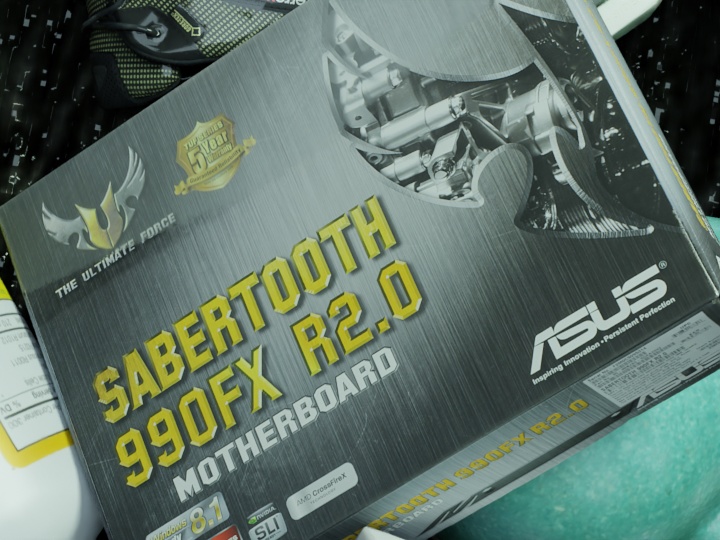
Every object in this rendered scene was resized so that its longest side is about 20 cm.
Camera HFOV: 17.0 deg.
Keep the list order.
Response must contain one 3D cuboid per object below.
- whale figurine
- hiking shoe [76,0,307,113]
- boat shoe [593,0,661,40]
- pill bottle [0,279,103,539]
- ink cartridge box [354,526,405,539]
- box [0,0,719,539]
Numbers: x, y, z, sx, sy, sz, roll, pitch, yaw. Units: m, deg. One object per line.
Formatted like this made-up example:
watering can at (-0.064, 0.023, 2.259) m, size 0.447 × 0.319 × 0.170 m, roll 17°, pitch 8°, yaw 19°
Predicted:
whale figurine at (0.103, 0.026, 0.776) m, size 0.200 × 0.104 × 0.159 m, roll -17°, pitch 82°, yaw -9°
hiking shoe at (-0.070, -0.106, 0.798) m, size 0.200 × 0.076 × 0.101 m, roll 34°, pitch 77°, yaw 1°
boat shoe at (0.113, -0.137, 0.818) m, size 0.200 × 0.073 × 0.062 m, roll -37°, pitch 89°, yaw -3°
pill bottle at (-0.146, 0.050, 0.755) m, size 0.104 × 0.104 × 0.200 m, roll -30°, pitch 84°, yaw -8°
ink cartridge box at (0.005, 0.194, 0.666) m, size 0.083 × 0.147 × 0.200 m, roll 25°, pitch 104°, yaw -33°
box at (0.000, 0.000, 0.725) m, size 0.200 × 0.048 × 0.159 m, roll -31°, pitch 62°, yaw 16°
